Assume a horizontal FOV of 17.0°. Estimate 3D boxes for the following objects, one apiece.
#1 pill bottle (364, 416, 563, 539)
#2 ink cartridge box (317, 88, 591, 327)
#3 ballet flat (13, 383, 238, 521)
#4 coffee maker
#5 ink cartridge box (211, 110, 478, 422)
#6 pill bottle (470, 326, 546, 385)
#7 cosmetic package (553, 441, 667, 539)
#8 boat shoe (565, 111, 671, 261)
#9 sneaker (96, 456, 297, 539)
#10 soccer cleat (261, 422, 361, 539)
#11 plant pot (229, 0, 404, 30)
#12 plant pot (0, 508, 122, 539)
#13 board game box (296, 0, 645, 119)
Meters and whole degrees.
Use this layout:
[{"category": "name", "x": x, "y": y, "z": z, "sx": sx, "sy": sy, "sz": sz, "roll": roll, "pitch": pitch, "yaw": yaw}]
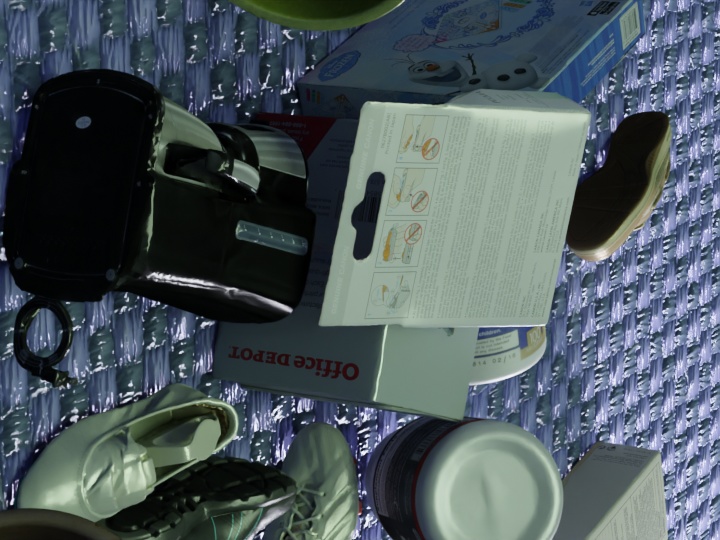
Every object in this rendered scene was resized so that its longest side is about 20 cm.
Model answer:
[{"category": "pill bottle", "x": 0.073, "y": 0.169, "z": 1.860, "sx": 0.200, "sy": 0.115, "sz": 0.117, "roll": 175, "pitch": -85, "yaw": -76}, {"category": "ink cartridge box", "x": 0.058, "y": -0.043, "z": 1.657, "sx": 0.199, "sy": 0.050, "sz": 0.162, "roll": 1, "pitch": 109, "yaw": -33}, {"category": "ballet flat", "x": -0.150, "y": 0.124, "z": 1.614, "sx": 0.200, "sy": 0.069, "sz": 0.070, "roll": -29, "pitch": 120, "yaw": -54}, {"category": "coffee maker", "x": -0.135, "y": -0.021, "z": 1.577, "sx": 0.200, "sy": 0.134, "sz": 0.193, "roll": 18, "pitch": 104, "yaw": -58}, {"category": "ink cartridge box", "x": 0.000, "y": 0.000, "z": 1.765, "sx": 0.144, "sy": 0.144, "sz": 0.202, "roll": 19, "pitch": 81, "yaw": -58}, {"category": "pill bottle", "x": 0.082, "y": -0.022, "z": 1.924, "sx": 0.120, "sy": 0.119, "sz": 0.202, "roll": -38, "pitch": 128, "yaw": -50}, {"category": "cosmetic package", "x": 0.213, "y": 0.253, "z": 2.244, "sx": 0.200, "sy": 0.073, "sz": 0.104, "roll": -38, "pitch": 128, "yaw": -50}, {"category": "boat shoe", "x": 0.249, "y": -0.067, "z": 2.244, "sx": 0.200, "sy": 0.071, "sz": 0.065, "roll": -55, "pitch": 139, "yaw": -40}, {"category": "sneaker", "x": -0.121, "y": 0.186, "z": 1.684, "sx": 0.199, "sy": 0.075, "sz": 0.080, "roll": -16, "pitch": 120, "yaw": -48}, {"category": "soccer cleat", "x": -0.049, "y": 0.214, "z": 1.805, "sx": 0.077, "sy": 0.069, "sz": 0.202, "roll": 10, "pitch": 90, "yaw": -56}, {"category": "plant pot", "x": -0.015, "y": -0.300, "z": 1.667, "sx": 0.190, "sy": 0.198, "sz": 0.201, "roll": -63, "pitch": 145, "yaw": -50}, {"category": "plant pot", "x": -0.188, "y": 0.263, "z": 1.483, "sx": 0.175, "sy": 0.199, "sz": 0.202, "roll": 64, "pitch": 41, "yaw": -67}, {"category": "board game box", "x": 0.086, "y": -0.160, "z": 1.828, "sx": 0.200, "sy": 0.198, "sz": 0.044, "roll": -44, "pitch": 133, "yaw": -46}]
